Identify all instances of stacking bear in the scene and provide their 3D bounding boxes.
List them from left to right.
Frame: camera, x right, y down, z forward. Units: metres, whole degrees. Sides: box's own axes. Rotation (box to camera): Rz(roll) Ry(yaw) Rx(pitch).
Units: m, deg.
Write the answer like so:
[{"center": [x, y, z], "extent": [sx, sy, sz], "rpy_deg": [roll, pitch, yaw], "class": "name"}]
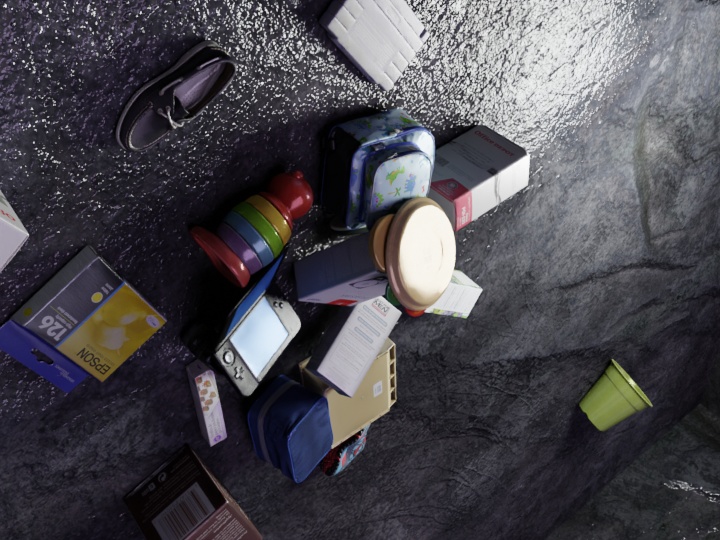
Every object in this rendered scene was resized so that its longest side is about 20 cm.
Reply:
[{"center": [-0.160, -0.079, 1.335], "extent": [0.200, 0.113, 0.122], "rpy_deg": [-46, 137, -15], "class": "stacking bear"}]

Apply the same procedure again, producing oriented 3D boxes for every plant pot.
[{"center": [0.847, 0.438, 2.756], "extent": [0.190, 0.201, 0.199], "rpy_deg": [-42, 144, 13], "class": "plant pot"}]

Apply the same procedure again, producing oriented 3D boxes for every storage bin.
[{"center": [-0.021, 0.247, 1.761], "extent": [0.196, 0.093, 0.203], "rpy_deg": [-29, 138, -26], "class": "storage bin"}]

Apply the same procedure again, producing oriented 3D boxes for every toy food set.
[{"center": [0.098, -0.025, 1.412], "extent": [0.200, 0.048, 0.201], "rpy_deg": [-41, 122, -39], "class": "toy food set"}]

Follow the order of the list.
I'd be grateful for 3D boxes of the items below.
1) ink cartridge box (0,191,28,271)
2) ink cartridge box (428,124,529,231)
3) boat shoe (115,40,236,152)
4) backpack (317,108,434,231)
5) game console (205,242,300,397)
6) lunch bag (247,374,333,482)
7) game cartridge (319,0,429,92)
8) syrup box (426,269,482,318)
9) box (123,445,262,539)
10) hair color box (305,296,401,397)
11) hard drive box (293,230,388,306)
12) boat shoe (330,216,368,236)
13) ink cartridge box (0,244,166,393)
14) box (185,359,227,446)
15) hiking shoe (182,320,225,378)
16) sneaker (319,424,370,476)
[{"center": [-0.482, -0.089, 0.916], "extent": [0.084, 0.200, 0.145], "rpy_deg": [-48, 143, 0], "class": "ink cartridge box"}, {"center": [0.211, -0.185, 1.587], "extent": [0.198, 0.145, 0.086], "rpy_deg": [-33, 139, -20], "class": "ink cartridge box"}, {"center": [-0.255, -0.236, 1.139], "extent": [0.200, 0.060, 0.074], "rpy_deg": [-43, 143, -9], "class": "boat shoe"}, {"center": [0.044, -0.174, 1.428], "extent": [0.198, 0.147, 0.186], "rpy_deg": [-27, 140, -32], "class": "backpack"}, {"center": [-0.162, 0.086, 1.394], "extent": [0.178, 0.115, 0.201], "rpy_deg": [58, 45, -22], "class": "game console"}, {"center": [-0.146, 0.323, 1.668], "extent": [0.136, 0.131, 0.203], "rpy_deg": [-42, 144, -35], "class": "lunch bag"}, {"center": [0.024, -0.391, 1.318], "extent": [0.130, 0.038, 0.199], "rpy_deg": [-49, 143, 5], "class": "game cartridge"}, {"center": [0.175, 0.043, 1.799], "extent": [0.198, 0.079, 0.082], "rpy_deg": [9, 115, -49], "class": "syrup box"}, {"center": [-0.325, 0.489, 1.593], "extent": [0.165, 0.164, 0.202], "rpy_deg": [-39, 142, -14], "class": "box"}, {"center": [-0.013, 0.138, 1.627], "extent": [0.099, 0.060, 0.202], "rpy_deg": [39, 73, -22], "class": "hair color box"}, {"center": [0.000, 0.000, 1.496], "extent": [0.198, 0.079, 0.154], "rpy_deg": [-20, 162, 39], "class": "hard drive box"}, {"center": [0.021, -0.080, 1.544], "extent": [0.198, 0.074, 0.067], "rpy_deg": [-22, 124, -45], "class": "boat shoe"}, {"center": [-0.427, 0.090, 1.254], "extent": [0.200, 0.047, 0.198], "rpy_deg": [-46, 144, -9], "class": "ink cartridge box"}, {"center": [-0.289, 0.249, 1.532], "extent": [0.038, 0.041, 0.203], "rpy_deg": [-27, 136, -26], "class": "box"}, {"center": [-0.232, 0.164, 1.463], "extent": [0.076, 0.101, 0.199], "rpy_deg": [-48, 142, 11], "class": "hiking shoe"}, {"center": [-0.025, 0.386, 1.902], "extent": [0.095, 0.079, 0.202], "rpy_deg": [-5, 133, -54], "class": "sneaker"}]
